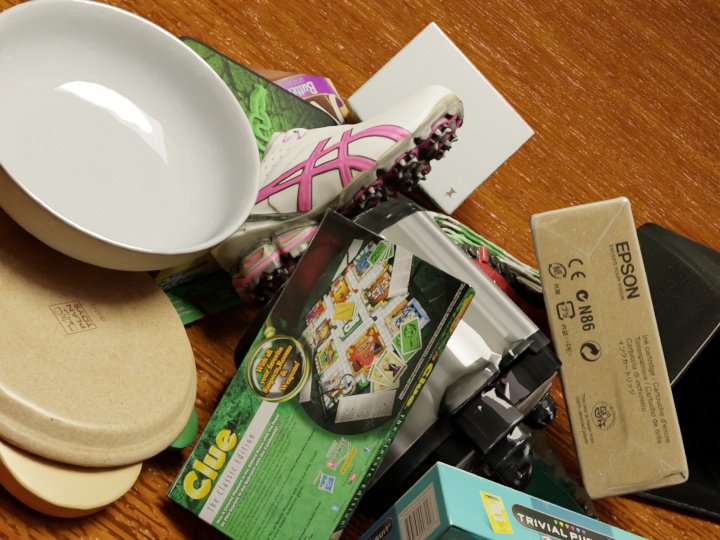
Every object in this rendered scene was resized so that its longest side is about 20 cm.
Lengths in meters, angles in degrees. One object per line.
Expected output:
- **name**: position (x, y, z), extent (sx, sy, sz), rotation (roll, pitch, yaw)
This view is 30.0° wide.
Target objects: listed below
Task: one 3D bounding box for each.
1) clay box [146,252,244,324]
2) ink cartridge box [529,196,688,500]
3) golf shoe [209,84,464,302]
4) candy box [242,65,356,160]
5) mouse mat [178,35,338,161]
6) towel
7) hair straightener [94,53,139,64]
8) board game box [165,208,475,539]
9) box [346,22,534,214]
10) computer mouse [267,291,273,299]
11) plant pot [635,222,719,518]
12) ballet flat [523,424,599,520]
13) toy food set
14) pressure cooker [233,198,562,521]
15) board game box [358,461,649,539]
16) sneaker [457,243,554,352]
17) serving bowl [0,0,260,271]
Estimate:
- **clay box**: position (-0.158, -0.054, 0.964), extent (0.200, 0.048, 0.115), rotation (48, 33, 12)
- **ink cartridge box**: position (0.178, 0.053, 0.985), extent (0.165, 0.075, 0.201), rotation (-1, 79, -81)
- **golf shoe**: position (-0.024, -0.070, 0.909), extent (0.092, 0.200, 0.073), rotation (55, 6, 14)
- **candy box**: position (-0.083, -0.110, 1.106), extent (0.200, 0.056, 0.117), rotation (0, 51, -46)
- **mouse mat**: position (-0.076, -0.086, 1.030), extent (0.161, 0.008, 0.200), rotation (26, 41, -29)
- **towel**: position (0.114, -0.013, 1.169), extent (0.200, 0.023, 0.153), rotation (26, 4, -23)
- **hair straightener**: position (-0.229, -0.147, 0.939), extent (0.199, 0.041, 0.077), rotation (8, 21, -19)
- **board game box**: position (-0.024, 0.074, 0.802), extent (0.105, 0.200, 0.023), rotation (29, -2, 17)
- **box**: position (0.065, -0.127, 1.163), extent (0.124, 0.097, 0.200), rotation (47, 4, -2)
- **computer mouse**: position (0.000, 0.000, 1.073), extent (0.110, 0.044, 0.200), rotation (48, 32, 9)
- **plant pot**: position (0.294, 0.074, 1.177), extent (0.200, 0.200, 0.178), rotation (20, 27, -31)
- **ballet flat**: position (0.104, 0.131, 1.017), extent (0.200, 0.072, 0.072), rotation (52, 33, 7)
- **toy food set**: position (-0.183, 0.043, 0.817), extent (0.200, 0.049, 0.198), rotation (44, 31, 4)
- **pressure cooker**: position (0.037, 0.074, 0.896), extent (0.200, 0.179, 0.176), rotation (46, 29, 9)
- **board game box**: position (0.084, 0.204, 0.814), extent (0.200, 0.151, 0.047), rotation (24, 35, -27)
- **sneaker**: position (0.093, 0.045, 1.080), extent (0.200, 0.095, 0.080), rotation (28, 57, -38)
- **serving bowl**: position (-0.166, -0.078, 0.863), extent (0.200, 0.066, 0.201), rotation (22, 46, -25)
